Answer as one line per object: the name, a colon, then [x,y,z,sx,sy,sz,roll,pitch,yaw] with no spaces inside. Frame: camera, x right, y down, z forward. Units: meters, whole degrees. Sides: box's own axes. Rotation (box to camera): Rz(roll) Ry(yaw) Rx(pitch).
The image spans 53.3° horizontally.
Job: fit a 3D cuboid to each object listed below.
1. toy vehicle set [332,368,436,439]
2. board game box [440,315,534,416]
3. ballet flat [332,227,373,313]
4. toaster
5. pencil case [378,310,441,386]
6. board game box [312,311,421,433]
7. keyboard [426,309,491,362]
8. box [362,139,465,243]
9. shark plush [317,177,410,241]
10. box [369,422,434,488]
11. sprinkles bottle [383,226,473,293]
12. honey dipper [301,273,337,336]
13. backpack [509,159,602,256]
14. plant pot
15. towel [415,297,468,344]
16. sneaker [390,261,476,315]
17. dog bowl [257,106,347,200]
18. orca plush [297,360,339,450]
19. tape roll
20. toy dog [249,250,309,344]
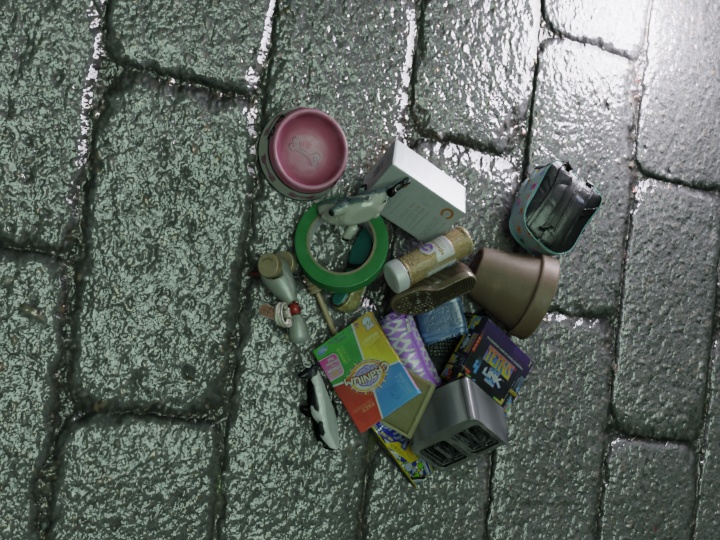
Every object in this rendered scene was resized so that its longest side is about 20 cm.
toy vehicle set: [0.049,0.256,1.541,0.198,0.027,0.126,26,84,23]
board game box: [0.297,0.229,1.661,0.199,0.056,0.167,39,76,-31]
ballet flat: [0.000,0.000,1.572,0.070,0.071,0.203,27,79,-19]
toaster: [0.205,0.330,1.555,0.179,0.120,0.200,-30,131,22]
pencil case: [0.113,0.178,1.601,0.084,0.085,0.203,-34,105,-37]
board game box: [0.013,0.214,1.511,0.152,0.040,0.202,-35,77,6]
keyboard: [0.247,0.154,1.687,0.196,0.021,0.130,3,90,-22]
box: [0.116,-0.166,1.561,0.198,0.124,0.098,32,39,-19]
shark plush: [0.004,-0.151,1.468,0.198,0.084,0.091,-33,133,13]
box: [0.082,0.381,1.603,0.070,0.064,0.201,-39,104,-15]
sprinkles bottle: [0.145,-0.024,1.526,0.198,0.068,0.069,-27,100,-20]
honey dipper: [-0.074,0.094,1.555,0.038,0.038,0.203,-25,101,-18]
backpack: [0.441,-0.132,1.685,0.175,0.153,0.202,36,69,-15]
plant pot: [0.336,0.032,1.643,0.172,0.200,0.203,24,82,-2]
towel: [0.169,0.059,1.625,0.110,0.049,0.204,-15,91,4]
sneaker: [0.151,0.037,1.560,0.197,0.076,0.071,-16,129,-10]
dog bowl: [-0.114,-0.251,1.516,0.196,0.074,0.204,0,91,-20]
orca plush: [-0.103,0.296,1.527,0.070,0.106,0.202,-9,124,17]
tape roll: [-0.040,-0.055,1.514,0.196,0.048,0.204,0,72,-1]
toy dog: [-0.175,0.055,1.481,0.132,0.095,0.203,35,41,-55]
